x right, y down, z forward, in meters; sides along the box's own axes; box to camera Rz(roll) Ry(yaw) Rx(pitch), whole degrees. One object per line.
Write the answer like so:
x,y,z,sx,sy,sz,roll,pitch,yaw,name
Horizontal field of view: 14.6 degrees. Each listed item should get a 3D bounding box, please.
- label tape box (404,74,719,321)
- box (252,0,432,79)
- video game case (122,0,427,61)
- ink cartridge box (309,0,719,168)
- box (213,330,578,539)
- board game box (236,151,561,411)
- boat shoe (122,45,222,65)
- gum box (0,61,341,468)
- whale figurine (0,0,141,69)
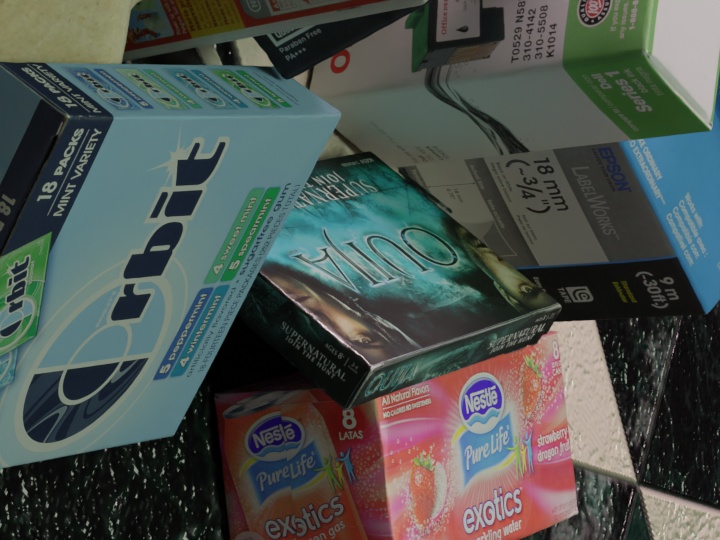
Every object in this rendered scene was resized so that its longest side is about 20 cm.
0.140,-0.043,1.511,0.144,0.199,0.063,58,40,-39,label tape box
-0.003,-0.220,1.147,0.199,0.200,0.123,50,36,-22,box
-0.084,-0.154,1.136,0.017,0.199,0.143,-67,141,-50,video game case
0.083,-0.141,1.428,0.084,0.199,0.147,38,54,-49,ink cartridge box
0.022,0.092,1.397,0.200,0.094,0.103,-11,95,-60,box
0.000,0.000,1.347,0.200,0.135,0.028,-16,141,-60,board game box
-0.126,-0.146,1.201,0.057,0.067,0.200,-36,122,-9,boat shoe
-0.109,-0.002,1.144,0.200,0.045,0.170,-8,130,-60,gum box
-0.150,-0.101,1.126,0.159,0.104,0.200,-31,141,-12,whale figurine
